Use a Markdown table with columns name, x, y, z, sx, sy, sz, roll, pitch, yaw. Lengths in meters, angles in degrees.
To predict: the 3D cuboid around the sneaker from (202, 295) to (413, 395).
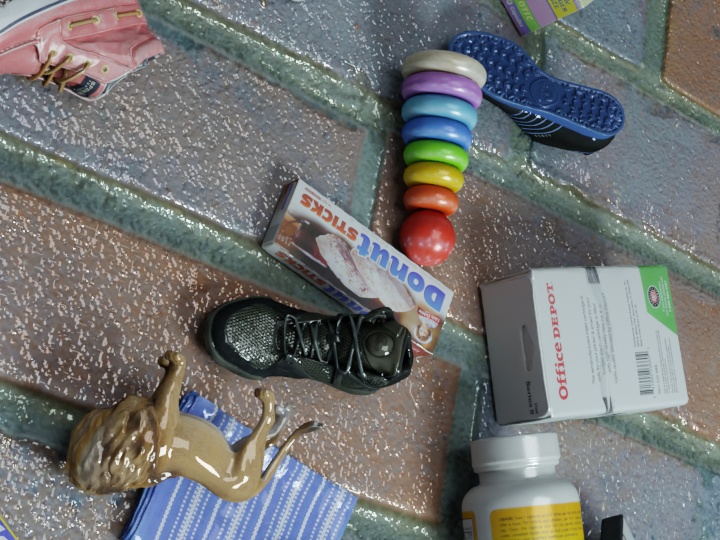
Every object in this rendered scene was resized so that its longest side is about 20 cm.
| name | x | y | z | sx | sy | sz | roll | pitch | yaw |
| --- | --- | --- | --- | --- | --- | --- | --- | --- | --- |
| sneaker | -0.034 | 0.060 | 1.332 | 0.198 | 0.114 | 0.077 | 17 | 68 | -31 |

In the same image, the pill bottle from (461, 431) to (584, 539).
| name | x | y | z | sx | sy | sz | roll | pitch | yaw |
| --- | --- | --- | --- | --- | --- | --- | --- | --- | --- |
| pill bottle | 0.153 | 0.256 | 1.426 | 0.112 | 0.112 | 0.203 | 2 | 78 | -37 |

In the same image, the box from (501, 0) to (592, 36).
| name | x | y | z | sx | sy | sz | roll | pitch | yaw |
| --- | --- | --- | --- | --- | --- | --- | --- | --- | --- |
| box | 0.213 | -0.381 | 1.633 | 0.200 | 0.096 | 0.177 | -41 | 105 | -37 |

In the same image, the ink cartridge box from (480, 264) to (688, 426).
| name | x | y | z | sx | sy | sz | roll | pitch | yaw |
| --- | --- | --- | --- | --- | --- | --- | --- | --- | --- |
| ink cartridge box | 0.224 | 0.074 | 1.541 | 0.198 | 0.084 | 0.148 | 0 | 79 | -37 |

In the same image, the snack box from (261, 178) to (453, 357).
| name | x | y | z | sx | sy | sz | roll | pitch | yaw |
| --- | --- | --- | --- | --- | --- | --- | --- | --- | --- |
| snack box | 0.000 | 0.000 | 1.426 | 0.199 | 0.024 | 0.073 | 36 | 59 | -25 |

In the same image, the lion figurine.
| name | x | y | z | sx | sy | sz | roll | pitch | yaw |
| --- | --- | --- | --- | --- | --- | --- | --- | --- | --- |
| lion figurine | -0.132 | 0.143 | 1.233 | 0.198 | 0.072 | 0.124 | 22 | 74 | -17 |

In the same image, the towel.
| name | x | y | z | sx | sy | sz | roll | pitch | yaw |
| --- | --- | --- | --- | --- | --- | --- | --- | --- | --- |
| towel | -0.098 | 0.210 | 1.303 | 0.199 | 0.024 | 0.146 | 36 | 61 | -26 |

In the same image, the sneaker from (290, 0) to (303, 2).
| name | x | y | z | sx | sy | sz | roll | pitch | yaw |
| --- | --- | --- | --- | --- | --- | --- | --- | --- | --- |
| sneaker | -0.012 | -0.352 | 1.442 | 0.075 | 0.115 | 0.203 | 30 | 62 | -27 |

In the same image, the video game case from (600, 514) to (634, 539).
| name | x | y | z | sx | sy | sz | roll | pitch | yaw |
| --- | --- | --- | --- | --- | --- | --- | --- | --- | --- |
| video game case | 0.271 | 0.366 | 1.469 | 0.182 | 0.025 | 0.201 | 62 | 23 | -23 |

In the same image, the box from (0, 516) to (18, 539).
| name | x | y | z | sx | sy | sz | roll | pitch | yaw |
| --- | --- | --- | --- | --- | --- | --- | --- | --- | --- |
| box | -0.296 | 0.208 | 1.127 | 0.070 | 0.064 | 0.201 | -42 | 104 | -36 |

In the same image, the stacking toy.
| name | x | y | z | sx | sy | sz | roll | pitch | yaw |
| --- | --- | --- | --- | --- | --- | --- | --- | --- | --- |
| stacking toy | 0.069 | -0.104 | 1.476 | 0.085 | 0.085 | 0.203 | 16 | 76 | -33 |

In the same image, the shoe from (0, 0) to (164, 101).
| name | x | y | z | sx | sy | sz | roll | pitch | yaw |
| --- | --- | --- | --- | --- | --- | --- | --- | --- | --- |
| shoe | -0.247 | -0.177 | 1.249 | 0.200 | 0.071 | 0.092 | -37 | 96 | -41 |

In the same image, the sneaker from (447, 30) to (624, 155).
| name | x | y | z | sx | sy | sz | roll | pitch | yaw |
| --- | --- | --- | --- | --- | --- | --- | --- | --- | --- |
| sneaker | 0.170 | -0.174 | 1.575 | 0.198 | 0.078 | 0.071 | 26 | 65 | -6 |
